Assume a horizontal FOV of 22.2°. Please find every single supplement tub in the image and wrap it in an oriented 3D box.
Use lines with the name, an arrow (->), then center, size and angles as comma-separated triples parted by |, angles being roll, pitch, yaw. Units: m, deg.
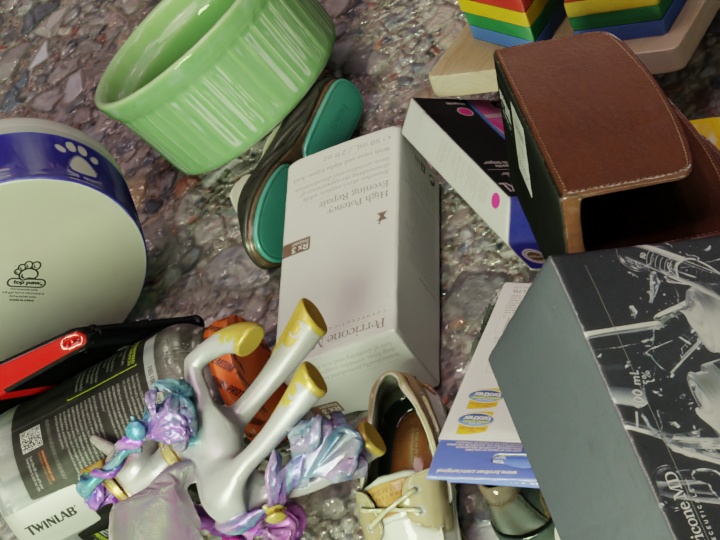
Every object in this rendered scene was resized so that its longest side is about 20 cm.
supplement tub -> -0.154, 0.117, 1.300 | 0.199, 0.123, 0.123 | -27, 42, 14

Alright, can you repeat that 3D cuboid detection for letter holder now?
letter holder -> 0.174, -0.065, 1.135 | 0.141, 0.101, 0.200 | -12, 32, -1

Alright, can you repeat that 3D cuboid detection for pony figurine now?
pony figurine -> -0.085, 0.137, 1.164 | 0.200, 0.166, 0.194 | -38, 56, 16

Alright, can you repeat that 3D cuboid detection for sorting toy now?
sorting toy -> 0.166, -0.216, 1.356 | 0.198, 0.070, 0.200 | -3, 34, 32

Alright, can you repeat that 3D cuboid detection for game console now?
game console -> -0.226, 0.075, 1.353 | 0.176, 0.200, 0.031 | -29, 82, 19

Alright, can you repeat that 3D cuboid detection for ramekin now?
ramekin -> -0.114, -0.173, 1.511 | 0.200, 0.098, 0.200 | -37, 24, 19

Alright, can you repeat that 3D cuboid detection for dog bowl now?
dog bowl -> -0.270, -0.016, 1.443 | 0.200, 0.200, 0.079 | -33, 44, 6

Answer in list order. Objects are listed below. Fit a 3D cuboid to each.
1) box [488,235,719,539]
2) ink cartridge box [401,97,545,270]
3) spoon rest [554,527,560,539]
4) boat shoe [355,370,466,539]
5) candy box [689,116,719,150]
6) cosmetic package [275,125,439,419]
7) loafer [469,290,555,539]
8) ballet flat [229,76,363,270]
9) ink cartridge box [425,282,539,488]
box -> 0.194, 0.091, 0.975 | 0.181, 0.104, 0.201 | -7, 57, -23
ink cartridge box -> 0.114, -0.063, 1.293 | 0.200, 0.094, 0.037 | 53, 135, 47
spoon rest -> 0.200, 0.116, 1.093 | 0.200, 0.061, 0.100 | -35, 41, 6
boat shoe -> 0.028, 0.155, 1.175 | 0.074, 0.068, 0.201 | -22, 44, 18
candy box -> 0.202, -0.036, 1.199 | 0.102, 0.027, 0.200 | -6, 34, 3
cosmetic package -> 0.000, 0.000, 1.331 | 0.101, 0.074, 0.201 | -20, 44, 22
loafer -> 0.103, 0.082, 1.190 | 0.072, 0.063, 0.201 | -19, 45, 21
ballet flat -> -0.058, -0.071, 1.448 | 0.068, 0.068, 0.200 | -13, 37, 40
ink cartridge box -> 0.122, 0.076, 1.109 | 0.119, 0.042, 0.200 | 1, 31, 20
